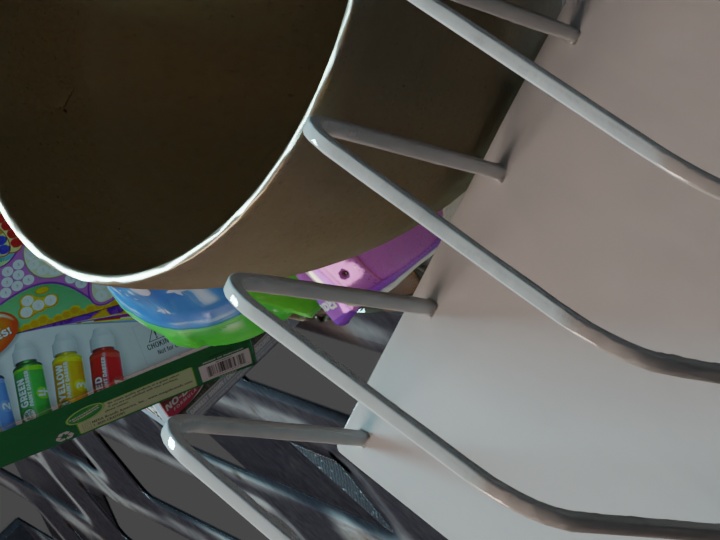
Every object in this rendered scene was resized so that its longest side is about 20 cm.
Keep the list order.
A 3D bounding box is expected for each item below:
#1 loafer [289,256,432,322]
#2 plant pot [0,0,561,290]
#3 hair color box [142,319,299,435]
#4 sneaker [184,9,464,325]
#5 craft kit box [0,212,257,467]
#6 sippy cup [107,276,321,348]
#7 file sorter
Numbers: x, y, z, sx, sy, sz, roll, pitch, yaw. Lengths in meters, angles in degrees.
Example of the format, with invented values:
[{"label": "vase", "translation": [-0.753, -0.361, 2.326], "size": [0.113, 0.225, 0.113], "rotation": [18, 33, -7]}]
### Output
[{"label": "loafer", "translation": [0.000, 0.000, 1.146], "size": [0.063, 0.072, 0.200], "rotation": [44, 163, -14]}, {"label": "plant pot", "translation": [-0.014, -0.085, 0.809], "size": [0.134, 0.202, 0.200], "rotation": [12, -170, -41]}, {"label": "hair color box", "translation": [-0.133, 0.005, 1.438], "size": [0.200, 0.099, 0.061], "rotation": [29, 157, 47]}, {"label": "sneaker", "translation": [-0.049, -0.027, 0.927], "size": [0.073, 0.199, 0.115], "rotation": [-62, -41, -74]}, {"label": "craft kit box", "translation": [-0.175, -0.010, 1.218], "size": [0.049, 0.199, 0.198], "rotation": [80, 166, -63]}, {"label": "sippy cup", "translation": [-0.085, -0.053, 1.041], "size": [0.177, 0.141, 0.130], "rotation": [-1, 159, 35]}, {"label": "file sorter", "translation": [0.055, -0.002, 0.687], "size": [0.138, 0.201, 0.124], "rotation": [36, -164, 33]}]
